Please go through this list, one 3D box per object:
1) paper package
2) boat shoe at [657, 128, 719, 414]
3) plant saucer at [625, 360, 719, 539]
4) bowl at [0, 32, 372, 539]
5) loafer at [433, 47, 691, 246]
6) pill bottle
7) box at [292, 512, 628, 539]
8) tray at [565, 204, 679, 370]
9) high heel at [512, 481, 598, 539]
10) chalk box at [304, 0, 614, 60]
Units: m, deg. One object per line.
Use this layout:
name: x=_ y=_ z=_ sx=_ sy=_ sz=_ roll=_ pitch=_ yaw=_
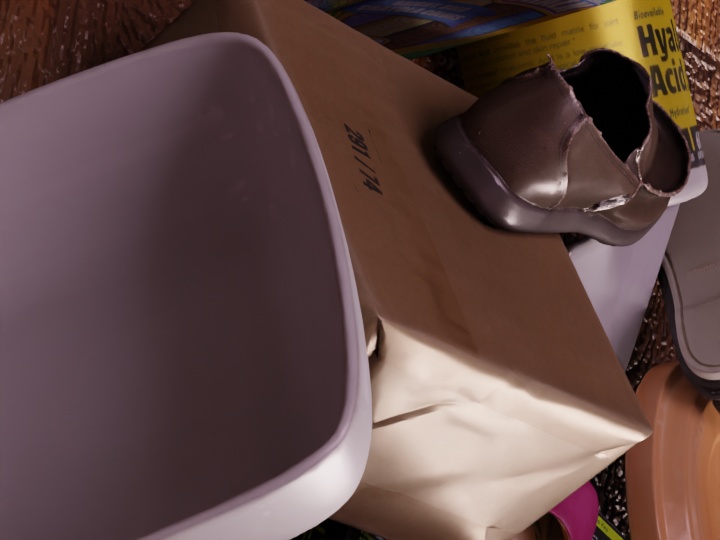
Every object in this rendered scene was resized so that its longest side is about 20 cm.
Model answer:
paper package: x=0.000 y=0.000 z=0.883 sx=0.191 sy=0.103 sz=0.200 roll=24 pitch=34 yaw=-44
boat shoe: x=0.196 y=0.004 z=1.185 sx=0.200 sy=0.067 sz=0.057 roll=-87 pitch=159 yaw=-47
plant saucer: x=0.197 y=0.146 z=1.164 sx=0.200 sy=0.032 sz=0.201 roll=37 pitch=46 yaw=-53
bowl: x=-0.090 y=0.030 z=0.732 sx=0.075 sy=0.200 sz=0.200 roll=56 pitch=16 yaw=-51
loafer: x=0.107 y=-0.056 z=0.935 sx=0.073 sy=0.071 sz=0.200 roll=54 pitch=24 yaw=11
pill bottle: x=0.102 y=-0.124 z=1.083 sx=0.111 sy=0.111 sz=0.200 roll=-17 pitch=95 yaw=-50
box: x=0.041 y=0.163 z=1.001 sx=0.200 sy=0.047 sz=0.193 roll=43 pitch=49 yaw=-35
tray: x=0.112 y=0.021 z=1.077 sx=0.200 sy=0.022 sz=0.108 roll=-21 pitch=129 yaw=-65
high heel: x=0.074 y=0.137 z=0.934 sx=0.200 sy=0.096 sz=0.067 roll=-25 pitch=99 yaw=-48
chalk box: x=0.052 y=-0.178 z=0.965 sx=0.124 sy=0.200 sz=0.125 roll=0 pitch=82 yaw=-50
